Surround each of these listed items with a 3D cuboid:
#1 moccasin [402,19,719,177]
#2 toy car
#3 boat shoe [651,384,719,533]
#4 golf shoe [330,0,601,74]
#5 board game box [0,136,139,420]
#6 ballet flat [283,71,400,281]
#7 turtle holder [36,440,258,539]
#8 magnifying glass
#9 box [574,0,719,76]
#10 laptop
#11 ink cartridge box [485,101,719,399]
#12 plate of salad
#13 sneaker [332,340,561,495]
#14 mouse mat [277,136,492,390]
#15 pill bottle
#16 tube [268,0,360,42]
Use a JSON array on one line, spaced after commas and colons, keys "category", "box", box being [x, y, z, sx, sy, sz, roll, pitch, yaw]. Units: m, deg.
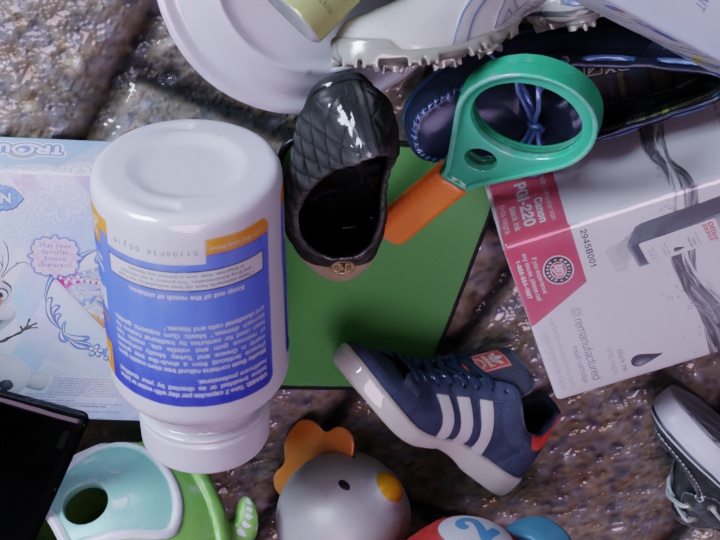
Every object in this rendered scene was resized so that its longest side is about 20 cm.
[{"category": "moccasin", "box": [0.122, -0.108, 1.011, 0.199, 0.068, 0.081, -19, 127, 5]}, {"category": "toy car", "box": [0.013, 0.184, 1.170, 0.177, 0.184, 0.200, -39, 79, 35]}, {"category": "boat shoe", "box": [0.256, 0.160, 1.225, 0.071, 0.072, 0.200, -35, 124, 15]}, {"category": "golf shoe", "box": [0.066, -0.169, 0.948, 0.199, 0.078, 0.098, -20, 105, -22]}, {"category": "board game box", "box": [-0.173, 0.009, 1.095, 0.199, 0.043, 0.200, 3, 127, -7]}, {"category": "ballet flat", "box": [-0.013, -0.041, 0.989, 0.066, 0.057, 0.200, -9, 153, -7]}, {"category": "turtle holder", "box": [-0.154, 0.204, 1.146, 0.131, 0.186, 0.141, -1, 152, -40]}, {"category": "magnifying glass", "box": [0.067, -0.064, 0.992, 0.079, 0.022, 0.200, 29, 147, -17]}, {"category": "box", "box": [0.182, -0.211, 0.881, 0.199, 0.105, 0.185, 23, 96, -21]}, {"category": "laptop", "box": [-0.299, 0.101, 1.111, 0.199, 0.116, 0.188, 17, 124, -18]}, {"category": "ink cartridge box", "box": [0.195, -0.018, 1.078, 0.199, 0.085, 0.146, -19, 129, 6]}, {"category": "plate of salad", "box": [-0.024, -0.185, 0.955, 0.199, 0.048, 0.201, -11, 120, -21]}, {"category": "sneaker", "box": [0.063, 0.078, 1.142, 0.085, 0.075, 0.200, -48, 136, 8]}, {"category": "mouse mat", "box": [0.000, 0.000, 1.099, 0.160, 0.008, 0.201, 3, 124, -25]}, {"category": "pill bottle", "box": [-0.098, 0.021, 1.014, 0.111, 0.112, 0.201, -2, 126, -3]}, {"category": "tube", "box": [0.026, -0.211, 0.909, 0.200, 0.052, 0.058, -47, 164, -3]}]
